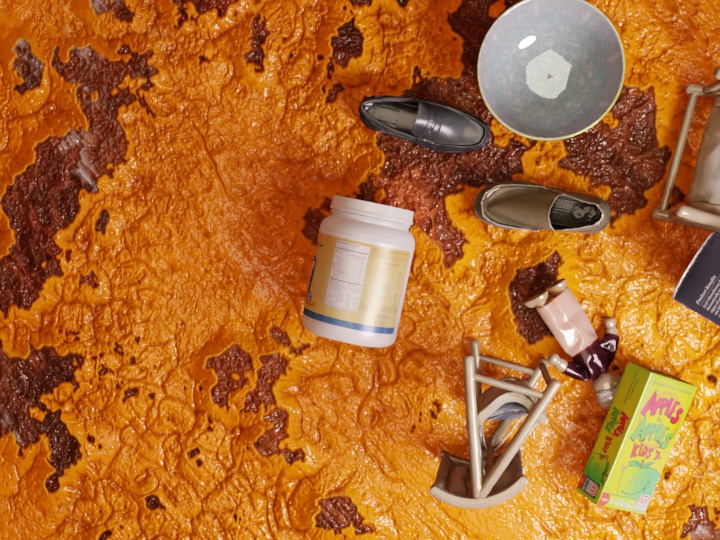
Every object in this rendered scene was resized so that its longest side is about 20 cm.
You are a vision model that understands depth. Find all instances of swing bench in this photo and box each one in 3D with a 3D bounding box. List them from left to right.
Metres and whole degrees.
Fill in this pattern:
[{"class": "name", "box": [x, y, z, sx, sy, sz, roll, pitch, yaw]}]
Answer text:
[{"class": "swing bench", "box": [0.187, 0.217, 1.138, 0.129, 0.199, 0.202, 15, 95, 9]}, {"class": "swing bench", "box": [0.534, -0.145, 1.098, 0.198, 0.130, 0.201, 15, 94, 4]}]

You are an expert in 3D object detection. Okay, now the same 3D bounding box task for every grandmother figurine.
[{"class": "grandmother figurine", "box": [0.328, 0.111, 1.184, 0.121, 0.061, 0.201, -31, 89, -4]}]

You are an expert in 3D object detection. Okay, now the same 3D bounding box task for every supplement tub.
[{"class": "supplement tub", "box": [0.000, 0.000, 1.190, 0.143, 0.145, 0.202, 12, 93, 9]}]

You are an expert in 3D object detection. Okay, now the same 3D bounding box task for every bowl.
[{"class": "bowl", "box": [0.267, -0.278, 1.153, 0.198, 0.108, 0.202, 0, 91, 10]}]

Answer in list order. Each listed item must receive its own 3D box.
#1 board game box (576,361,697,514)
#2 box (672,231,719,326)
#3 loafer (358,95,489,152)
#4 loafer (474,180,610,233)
[{"class": "board game box", "box": [0.394, 0.240, 1.156, 0.101, 0.048, 0.202, 18, 96, -28]}, {"class": "box", "box": [0.537, 0.049, 1.062, 0.200, 0.147, 0.105, 37, 104, 35]}, {"class": "loafer", "box": [0.093, -0.218, 1.204, 0.199, 0.070, 0.069, 14, 95, 9]}, {"class": "loafer", "box": [0.265, -0.094, 1.179, 0.198, 0.070, 0.076, 4, 93, 9]}]
